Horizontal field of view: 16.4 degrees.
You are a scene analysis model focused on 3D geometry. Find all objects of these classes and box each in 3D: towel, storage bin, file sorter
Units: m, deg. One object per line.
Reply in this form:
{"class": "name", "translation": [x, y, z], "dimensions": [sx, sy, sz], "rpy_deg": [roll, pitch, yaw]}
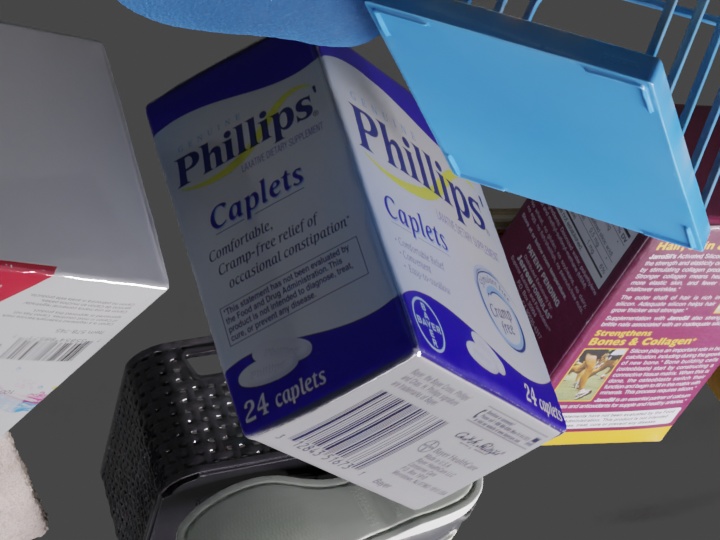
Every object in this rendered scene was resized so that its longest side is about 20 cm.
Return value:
{"class": "towel", "translation": [-0.275, 0.148, 1.607], "dimensions": [0.131, 0.035, 0.200], "rpy_deg": [-16, 154, -4]}
{"class": "storage bin", "translation": [-0.086, 0.126, 1.620], "dimensions": [0.134, 0.094, 0.200], "rpy_deg": [-9, 154, -17]}
{"class": "file sorter", "translation": [0.108, -0.116, 1.188], "dimensions": [0.138, 0.123, 0.200], "rpy_deg": [19, 165, 20]}

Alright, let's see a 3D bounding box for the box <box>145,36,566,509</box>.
{"class": "box", "translation": [0.000, 0.000, 1.301], "dimensions": [0.104, 0.201, 0.184], "rpy_deg": [-28, 153, 18]}

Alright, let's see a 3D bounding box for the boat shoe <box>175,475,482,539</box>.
{"class": "boat shoe", "translation": [-0.019, 0.162, 1.542], "dimensions": [0.198, 0.076, 0.061], "rpy_deg": [-9, 147, -16]}

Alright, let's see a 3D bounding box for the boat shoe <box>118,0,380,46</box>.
{"class": "boat shoe", "translation": [-0.059, -0.149, 1.128], "dimensions": [0.084, 0.069, 0.199], "rpy_deg": [-30, 155, 27]}

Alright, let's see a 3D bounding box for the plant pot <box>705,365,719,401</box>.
{"class": "plant pot", "translation": [0.326, 0.025, 1.548], "dimensions": [0.194, 0.201, 0.194], "rpy_deg": [0, 145, -33]}

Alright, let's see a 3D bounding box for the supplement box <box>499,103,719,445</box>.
{"class": "supplement box", "translation": [0.158, 0.004, 1.489], "dimensions": [0.130, 0.104, 0.200], "rpy_deg": [2, 137, -34]}

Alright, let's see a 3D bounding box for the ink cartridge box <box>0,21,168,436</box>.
{"class": "ink cartridge box", "translation": [-0.217, -0.009, 1.206], "dimensions": [0.145, 0.146, 0.200], "rpy_deg": [7, 144, -42]}

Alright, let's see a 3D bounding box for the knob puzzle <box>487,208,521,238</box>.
{"class": "knob puzzle", "translation": [0.118, 0.020, 1.615], "dimensions": [0.218, 0.031, 0.220], "rpy_deg": [-15, 154, -8]}
